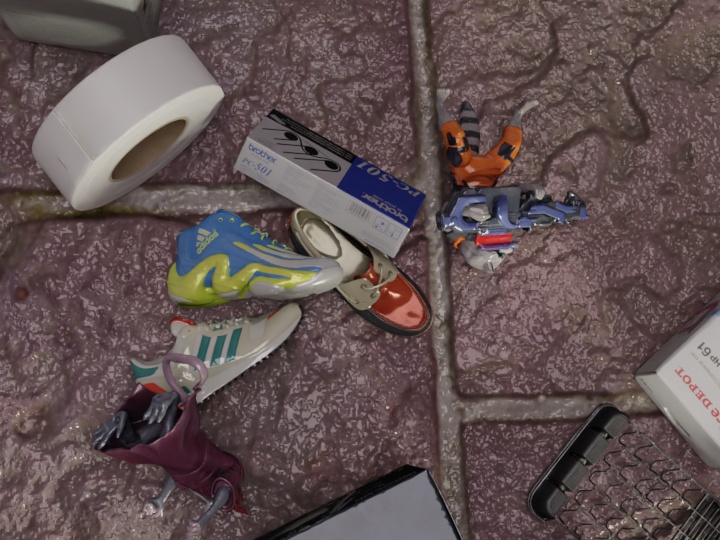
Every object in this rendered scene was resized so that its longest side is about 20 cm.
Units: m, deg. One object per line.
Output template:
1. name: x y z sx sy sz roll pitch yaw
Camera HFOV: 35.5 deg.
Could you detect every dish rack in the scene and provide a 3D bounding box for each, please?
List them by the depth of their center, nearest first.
1. dish rack: 0.302 0.263 1.232 0.200 0.055 0.154 41 83 0

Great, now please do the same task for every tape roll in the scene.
1. tape roll: -0.241 -0.151 1.172 0.202 0.202 0.071 -39 87 -7

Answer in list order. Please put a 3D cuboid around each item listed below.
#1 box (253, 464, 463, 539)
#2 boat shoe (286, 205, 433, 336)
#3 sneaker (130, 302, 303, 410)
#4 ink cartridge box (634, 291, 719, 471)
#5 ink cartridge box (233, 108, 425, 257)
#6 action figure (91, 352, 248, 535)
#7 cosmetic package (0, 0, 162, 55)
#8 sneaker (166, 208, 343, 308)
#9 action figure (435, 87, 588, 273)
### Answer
1. box: -0.004 0.293 1.134 0.198 0.197 0.125 -25 85 -7
2. boat shoe: 0.000 0.000 1.240 0.200 0.063 0.071 41 80 1
3. sneaker: -0.157 0.077 1.214 0.199 0.070 0.094 -35 92 -5
4. ink cartridge box: 0.427 0.103 1.243 0.200 0.085 0.145 -41 87 -6
5. ink cartridge box: -0.031 -0.097 1.231 0.199 0.094 0.044 29 121 -1
6. action figure: -0.178 0.190 1.168 0.200 0.133 0.150 44 65 -40
7. cosmetic package: -0.296 -0.342 1.193 0.164 0.200 0.169 9 83 -3
8. sneaker: -0.117 -0.020 1.210 0.198 0.076 0.106 -6 82 11
9. action figure: 0.153 -0.094 1.256 0.198 0.104 0.196 5 89 -29
